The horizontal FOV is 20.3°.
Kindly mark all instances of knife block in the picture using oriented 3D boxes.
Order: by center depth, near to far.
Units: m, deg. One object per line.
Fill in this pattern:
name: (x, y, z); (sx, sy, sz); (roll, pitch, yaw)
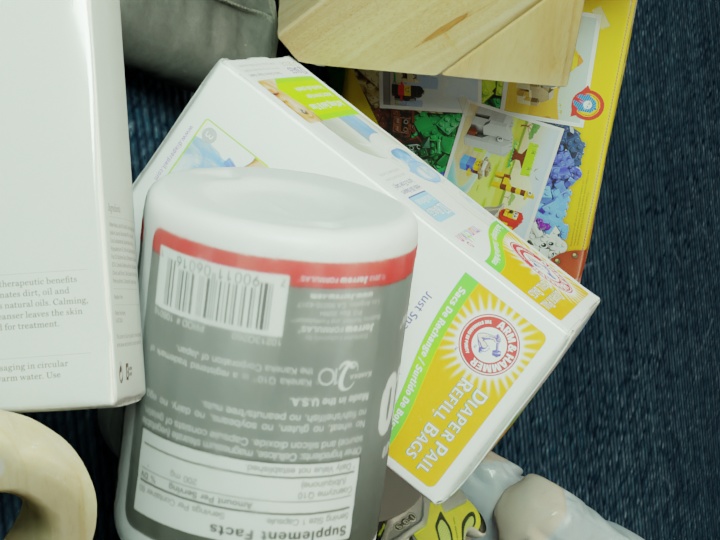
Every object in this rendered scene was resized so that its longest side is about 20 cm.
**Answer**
knife block: (0.065, -0.182, 0.972); (0.064, 0.199, 0.176); (-92, -172, -59)

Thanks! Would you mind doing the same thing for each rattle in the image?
rattle: (-0.127, 0.146, 0.741); (0.130, 0.143, 0.200); (-40, 145, -20)

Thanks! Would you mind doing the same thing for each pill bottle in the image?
pill bottle: (-0.043, 0.066, 0.842); (0.114, 0.114, 0.201); (-24, 125, -63)

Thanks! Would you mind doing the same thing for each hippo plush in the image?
hippo plush: (0.100, 0.216, 1.242); (0.200, 0.159, 0.161); (32, 84, -25)

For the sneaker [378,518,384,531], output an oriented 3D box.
sneaker: (-0.037, 0.169, 1.040); (0.200, 0.075, 0.079); (-67, 170, -50)

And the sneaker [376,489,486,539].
sneaker: (0.023, 0.187, 1.104); (0.076, 0.075, 0.200); (31, 50, -13)

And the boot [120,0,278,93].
boot: (-0.106, -0.103, 0.930); (0.200, 0.072, 0.183); (28, 61, -67)

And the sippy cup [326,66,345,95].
sippy cup: (0.063, -0.141, 1.201); (0.178, 0.130, 0.140); (0, 86, -64)

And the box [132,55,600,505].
box: (0.000, 0.000, 0.938); (0.101, 0.200, 0.112); (-53, 172, 14)

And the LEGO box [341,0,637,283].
LEGO box: (0.069, -0.108, 1.105); (0.077, 0.148, 0.201); (-67, 167, -61)

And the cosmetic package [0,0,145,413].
cosmetic package: (-0.143, -0.046, 0.765); (0.085, 0.107, 0.201); (45, 43, -87)

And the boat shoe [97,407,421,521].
boat shoe: (-0.055, 0.080, 0.997); (0.200, 0.064, 0.071); (21, 99, -41)
